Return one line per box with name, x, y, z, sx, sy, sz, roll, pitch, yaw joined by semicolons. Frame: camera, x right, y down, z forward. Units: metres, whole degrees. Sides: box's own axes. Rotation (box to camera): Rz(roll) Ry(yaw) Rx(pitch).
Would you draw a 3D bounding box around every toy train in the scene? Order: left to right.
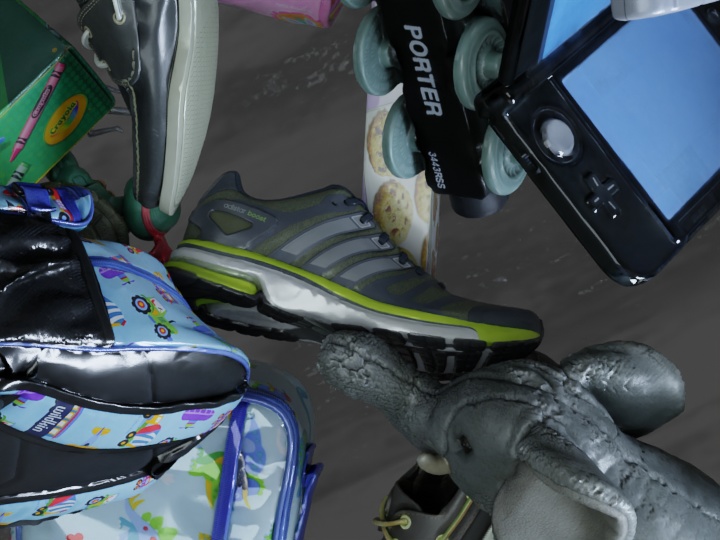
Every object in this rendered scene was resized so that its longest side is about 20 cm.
toy train;0.052;-0.125;1.167;0.085;0.114;0.200;9;134;32

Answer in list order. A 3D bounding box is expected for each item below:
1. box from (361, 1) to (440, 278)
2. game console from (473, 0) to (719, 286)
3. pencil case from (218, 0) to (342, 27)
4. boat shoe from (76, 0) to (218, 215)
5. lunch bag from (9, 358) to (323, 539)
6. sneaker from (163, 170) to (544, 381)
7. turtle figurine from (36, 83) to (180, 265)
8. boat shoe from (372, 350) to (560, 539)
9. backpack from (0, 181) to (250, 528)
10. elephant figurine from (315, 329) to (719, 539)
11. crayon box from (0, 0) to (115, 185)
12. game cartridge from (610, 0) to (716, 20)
box;0.023;-0.071;1.251;0.041;0.039;0.200;6;102;9
game console;0.154;-0.122;1.122;0.176;0.200;0.116;52;139;-3
pencil case;-0.092;-0.188;1.228;0.200;0.087;0.087;15;103;6
boat shoe;-0.107;-0.125;1.176;0.068;0.072;0.200;6;115;10
lunch bag;-0.109;0.141;1.296;0.161;0.082;0.200;12;104;5
sneaker;0.000;0.000;1.210;0.200;0.074;0.081;16;70;-2
turtle figurine;-0.160;-0.027;1.266;0.200;0.101;0.150;-10;98;18
boat shoe;0.043;0.127;1.263;0.061;0.072;0.201;34;98;-24
backpack;-0.165;0.045;1.155;0.183;0.200;0.135;-45;57;38
elephant figurine;0.099;0.098;1.151;0.155;0.142;0.200;-31;122;-1
crayon box;-0.240;-0.061;1.229;0.200;0.058;0.119;-46;53;-5
game cartridge;0.171;-0.196;1.094;0.041;0.200;0.133;0;104;39
